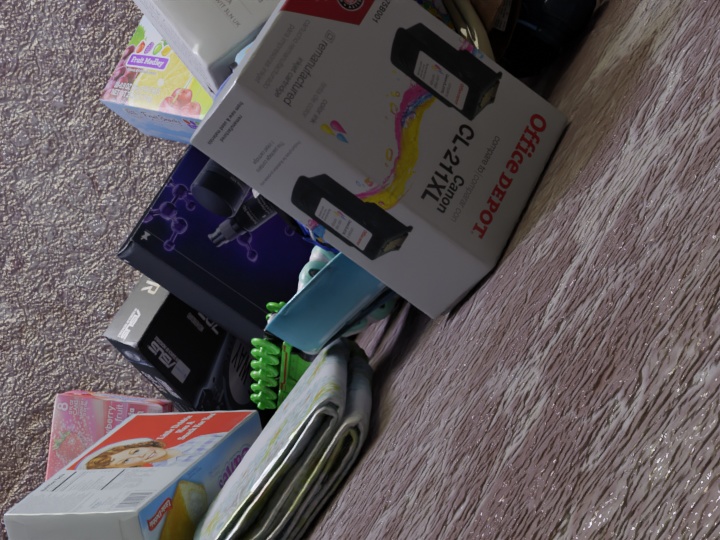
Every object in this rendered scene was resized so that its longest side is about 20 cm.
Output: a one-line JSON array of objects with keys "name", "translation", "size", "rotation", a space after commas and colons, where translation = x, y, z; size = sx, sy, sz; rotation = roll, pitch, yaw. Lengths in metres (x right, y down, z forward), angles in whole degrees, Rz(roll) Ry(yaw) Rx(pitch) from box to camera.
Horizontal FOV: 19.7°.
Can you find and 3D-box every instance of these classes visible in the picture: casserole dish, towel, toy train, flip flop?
[{"name": "casserole dish", "translation": [0.010, 0.000, 1.460], "size": [0.121, 0.039, 0.200], "rotation": [-45, -6, 31]}, {"name": "towel", "translation": [-0.051, 0.139, 1.407], "size": [0.172, 0.048, 0.200], "rotation": [-53, 6, 8]}, {"name": "toy train", "translation": [-0.052, 0.073, 1.569], "size": [0.200, 0.056, 0.042], "rotation": [102, -169, -72]}, {"name": "flip flop", "translation": [0.094, -0.188, 1.518], "size": [0.057, 0.201, 0.081], "rotation": [-20, -21, 8]}]

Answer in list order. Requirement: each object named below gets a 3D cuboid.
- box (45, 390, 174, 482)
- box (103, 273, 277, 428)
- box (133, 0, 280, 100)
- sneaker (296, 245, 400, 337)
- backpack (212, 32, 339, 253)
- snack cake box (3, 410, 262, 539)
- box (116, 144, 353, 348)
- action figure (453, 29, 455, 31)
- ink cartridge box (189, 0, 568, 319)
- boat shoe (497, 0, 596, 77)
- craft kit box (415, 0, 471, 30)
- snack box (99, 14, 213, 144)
[{"name": "box", "translation": [-0.219, 0.207, 1.768], "size": [0.103, 0.094, 0.202], "rotation": [87, -171, -89]}, {"name": "box", "translation": [-0.120, 0.049, 1.836], "size": [0.043, 0.200, 0.161], "rotation": [17, 66, 39]}, {"name": "box", "translation": [-0.082, -0.254, 1.554], "size": [0.200, 0.199, 0.131], "rotation": [-39, -19, -3]}, {"name": "sneaker", "translation": [0.000, 0.000, 1.639], "size": [0.200, 0.078, 0.140], "rotation": [-49, -1, -30]}, {"name": "backpack", "translation": [-0.009, -0.116, 1.478], "size": [0.182, 0.135, 0.200], "rotation": [-38, -15, -2]}, {"name": "snack cake box", "translation": [-0.160, 0.169, 1.533], "size": [0.114, 0.068, 0.200], "rotation": [-5, 15, 25]}, {"name": "box", "translation": [-0.081, -0.018, 1.736], "size": [0.142, 0.199, 0.079], "rotation": [-58, 8, -15]}, {"name": "action figure", "translation": [0.020, -0.137, 1.683], "size": [0.199, 0.102, 0.120], "rotation": [-20, -51, -49]}, {"name": "ink cartridge box", "translation": [0.016, -0.090, 1.327], "size": [0.083, 0.199, 0.146], "rotation": [-44, 13, 53]}, {"name": "boat shoe", "translation": [0.116, -0.185, 1.603], "size": [0.069, 0.084, 0.200], "rotation": [-61, 4, -13]}, {"name": "craft kit box", "translation": [0.053, -0.222, 1.740], "size": [0.198, 0.199, 0.049], "rotation": [-52, 7, 39]}, {"name": "snack box", "translation": [-0.100, -0.199, 1.682], "size": [0.168, 0.068, 0.201], "rotation": [13, 71, 46]}]
